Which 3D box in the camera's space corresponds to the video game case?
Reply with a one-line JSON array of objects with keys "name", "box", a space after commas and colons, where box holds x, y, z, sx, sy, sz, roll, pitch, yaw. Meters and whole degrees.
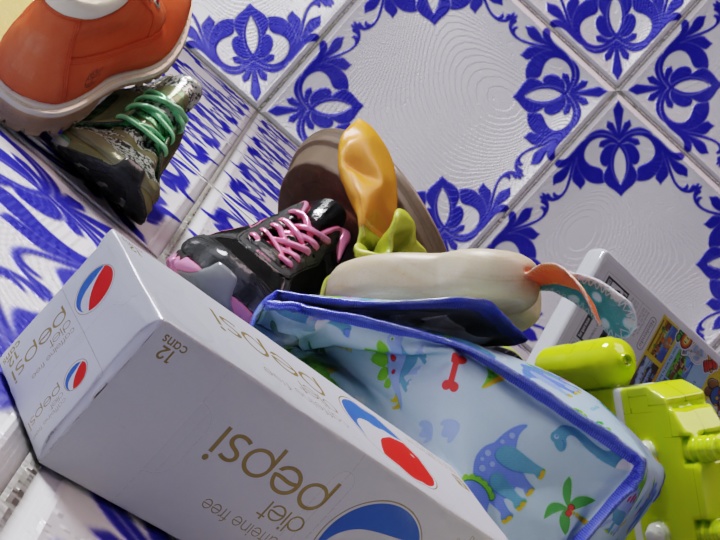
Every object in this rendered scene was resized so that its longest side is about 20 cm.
[{"name": "video game case", "box": [0.178, 0.117, 1.035, 0.182, 0.200, 0.023, 40, -19, -24]}]

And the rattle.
[{"name": "rattle", "box": [0.071, -0.026, 0.847, 0.130, 0.143, 0.200, 31, -27, -26]}]

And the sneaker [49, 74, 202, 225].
[{"name": "sneaker", "box": [-0.142, -0.094, 0.946, 0.077, 0.089, 0.200, 41, 5, -16]}]

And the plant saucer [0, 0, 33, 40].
[{"name": "plant saucer", "box": [-0.260, -0.222, 0.945, 0.200, 0.048, 0.200, 39, 43, -31]}]

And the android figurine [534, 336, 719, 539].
[{"name": "android figurine", "box": [0.152, 0.130, 0.867, 0.041, 0.182, 0.200, -6, -4, -30]}]

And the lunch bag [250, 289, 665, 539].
[{"name": "lunch bag", "box": [0.048, 0.083, 0.757, 0.200, 0.128, 0.170, 33, -1, 19]}]

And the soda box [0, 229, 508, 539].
[{"name": "soda box", "box": [-0.031, 0.072, 0.539, 0.200, 0.064, 0.068, 37, 7, -36]}]

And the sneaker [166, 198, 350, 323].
[{"name": "sneaker", "box": [-0.052, -0.011, 0.907, 0.079, 0.095, 0.200, 44, 6, 6]}]

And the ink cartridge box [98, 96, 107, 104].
[{"name": "ink cartridge box", "box": [-0.234, -0.196, 1.139, 0.145, 0.083, 0.200, 40, 6, -11]}]

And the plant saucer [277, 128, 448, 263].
[{"name": "plant saucer", "box": [0.000, 0.000, 1.018, 0.200, 0.029, 0.200, 41, -36, 38]}]

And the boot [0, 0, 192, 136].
[{"name": "boot", "box": [-0.149, -0.167, 0.910, 0.075, 0.107, 0.200, 33, 36, 2]}]

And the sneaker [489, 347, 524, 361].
[{"name": "sneaker", "box": [0.096, 0.069, 1.578, 0.200, 0.074, 0.081, 47, -6, -39]}]
